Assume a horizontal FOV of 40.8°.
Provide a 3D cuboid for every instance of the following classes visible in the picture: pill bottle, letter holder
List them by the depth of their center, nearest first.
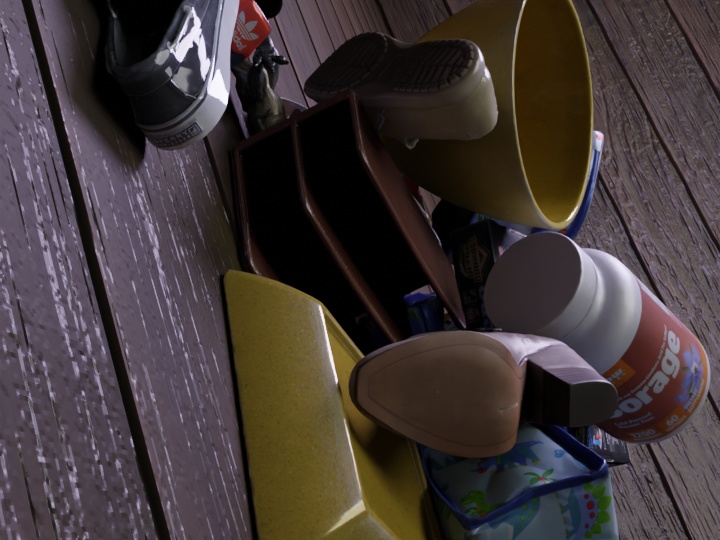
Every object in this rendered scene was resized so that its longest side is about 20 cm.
[{"bbox_3d":[0.000,0.000,0.705,0.200,0.100,0.143,56,16,-41],"label":"letter holder"},{"bbox_3d":[0.187,0.054,0.767,0.200,0.112,0.113,35,28,-39],"label":"pill bottle"}]

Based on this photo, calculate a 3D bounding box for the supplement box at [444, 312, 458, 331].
[{"bbox_3d":[0.126,0.136,0.948,0.201,0.125,0.074,63,12,-11],"label":"supplement box"}]

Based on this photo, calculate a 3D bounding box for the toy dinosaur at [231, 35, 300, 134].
[{"bbox_3d":[-0.079,-0.156,0.752,0.201,0.047,0.088,62,-27,24],"label":"toy dinosaur"}]

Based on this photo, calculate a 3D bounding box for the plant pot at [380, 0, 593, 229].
[{"bbox_3d":[0.100,-0.133,0.818,0.200,0.141,0.202,2,87,-60],"label":"plant pot"}]

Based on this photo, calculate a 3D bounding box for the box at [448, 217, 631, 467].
[{"bbox_3d":[0.161,0.073,0.860,0.198,0.049,0.202,15,61,-49],"label":"box"}]

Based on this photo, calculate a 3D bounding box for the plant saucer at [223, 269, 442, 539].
[{"bbox_3d":[-0.003,0.115,0.570,0.200,0.048,0.201,55,15,-46],"label":"plant saucer"}]

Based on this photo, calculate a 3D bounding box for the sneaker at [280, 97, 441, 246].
[{"bbox_3d":[-0.027,-0.055,0.831,0.200,0.085,0.073,45,43,-9],"label":"sneaker"}]

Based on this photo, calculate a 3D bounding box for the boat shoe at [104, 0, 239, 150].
[{"bbox_3d":[-0.118,-0.159,0.572,0.068,0.071,0.201,57,21,-45],"label":"boat shoe"}]

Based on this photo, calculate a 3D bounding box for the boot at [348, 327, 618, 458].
[{"bbox_3d":[0.059,0.067,0.619,0.146,0.199,0.071,14,-86,65],"label":"boot"}]

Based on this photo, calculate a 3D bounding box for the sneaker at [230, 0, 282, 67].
[{"bbox_3d":[-0.100,-0.206,0.705,0.075,0.084,0.201,55,14,-42],"label":"sneaker"}]

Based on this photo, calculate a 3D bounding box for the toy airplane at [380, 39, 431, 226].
[{"bbox_3d":[0.013,-0.106,0.980,0.200,0.140,0.201,147,-64,-67],"label":"toy airplane"}]

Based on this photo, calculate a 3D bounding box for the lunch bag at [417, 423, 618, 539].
[{"bbox_3d":[0.104,0.190,0.688,0.200,0.127,0.171,-152,-133,-71],"label":"lunch bag"}]

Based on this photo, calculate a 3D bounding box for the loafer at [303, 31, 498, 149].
[{"bbox_3d":[0.027,-0.129,0.721,0.068,0.076,0.200,52,-16,-32],"label":"loafer"}]

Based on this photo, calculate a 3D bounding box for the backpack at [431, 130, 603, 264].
[{"bbox_3d":[0.151,-0.082,0.997,0.191,0.153,0.200,-64,179,-28],"label":"backpack"}]

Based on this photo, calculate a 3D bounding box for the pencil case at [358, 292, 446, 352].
[{"bbox_3d":[0.071,0.114,0.838,0.087,0.078,0.201,-34,-102,57],"label":"pencil case"}]
